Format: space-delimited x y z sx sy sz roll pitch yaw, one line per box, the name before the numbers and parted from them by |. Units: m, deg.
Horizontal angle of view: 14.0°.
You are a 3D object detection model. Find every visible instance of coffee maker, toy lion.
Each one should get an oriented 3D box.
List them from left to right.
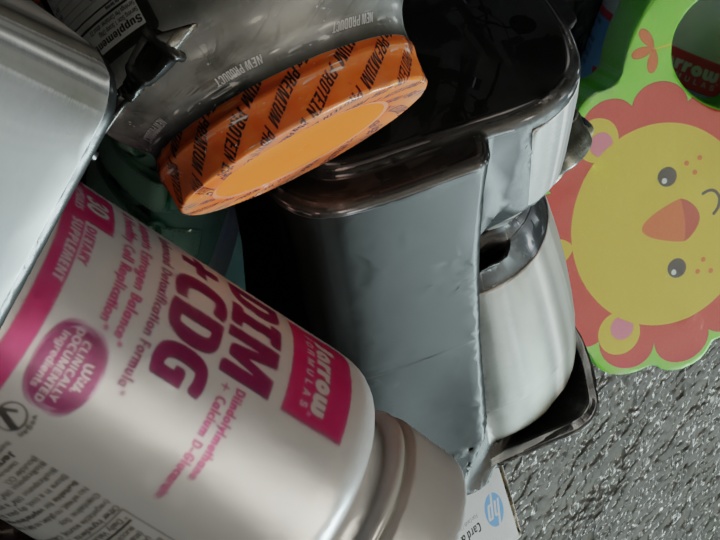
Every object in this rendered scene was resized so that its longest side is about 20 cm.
coffee maker | 0.000 0.000 1.135 0.192 0.135 0.200 -41 146 -25
toy lion | 0.155 -0.054 1.365 0.191 0.069 0.201 -7 108 -17

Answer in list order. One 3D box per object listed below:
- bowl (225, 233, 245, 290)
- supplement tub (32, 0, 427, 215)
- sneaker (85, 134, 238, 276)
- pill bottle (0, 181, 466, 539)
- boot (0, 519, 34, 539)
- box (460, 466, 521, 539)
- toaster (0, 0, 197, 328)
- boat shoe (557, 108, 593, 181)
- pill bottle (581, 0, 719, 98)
bowl | 0.005 0.052 1.354 0.201 0.105 0.201 -36 141 -36
supplement tub | -0.064 -0.128 1.003 0.122 0.201 0.123 -27 174 -3
sneaker | -0.096 -0.052 1.163 0.118 0.074 0.201 11 112 -49
pill bottle | -0.067 0.057 1.038 0.200 0.113 0.114 34 86 -22
boot | -0.179 0.133 1.207 0.200 0.072 0.167 0 109 -58
box | -0.050 0.136 1.195 0.200 0.155 0.041 -36 113 -52
toaster | -0.188 -0.040 0.937 0.119 0.181 0.201 25 95 -56
boat shoe | 0.056 -0.057 1.289 0.071 0.064 0.200 -37 -177 -5
pill bottle | 0.157 -0.081 1.454 0.109 0.109 0.201 -1 115 -54
